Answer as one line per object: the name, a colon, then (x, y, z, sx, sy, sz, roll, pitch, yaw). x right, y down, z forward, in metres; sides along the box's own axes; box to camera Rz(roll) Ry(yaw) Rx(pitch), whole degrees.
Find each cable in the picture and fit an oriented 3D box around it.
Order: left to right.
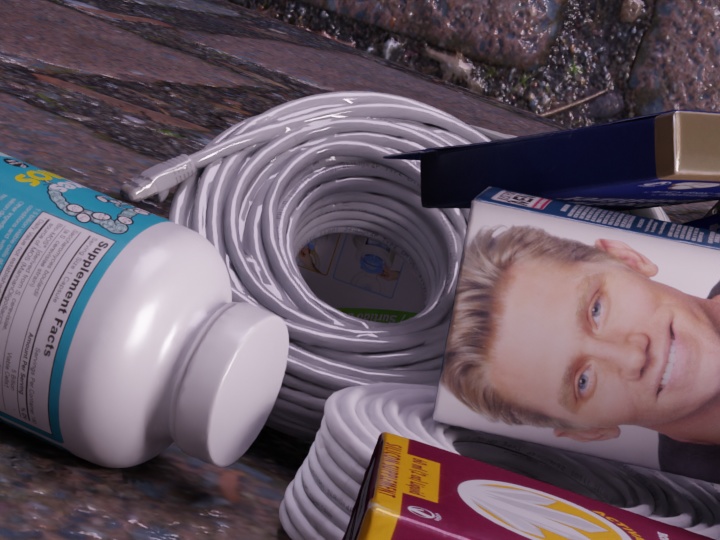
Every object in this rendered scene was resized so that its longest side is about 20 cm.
cable: (0.000, 0.000, 1.084, 0.199, 0.069, 0.200, -33, 67, -31)
cable: (0.068, 0.109, 0.922, 0.199, 0.070, 0.200, 11, 13, -31)

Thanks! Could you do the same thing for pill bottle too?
pill bottle: (-0.134, 0.017, 0.946, 0.199, 0.111, 0.111, 22, 11, 18)

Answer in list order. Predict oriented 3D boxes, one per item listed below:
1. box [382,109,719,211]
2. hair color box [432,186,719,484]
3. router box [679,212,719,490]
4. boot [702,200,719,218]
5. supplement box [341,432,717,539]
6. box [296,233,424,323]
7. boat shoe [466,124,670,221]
box: (0.115, -0.047, 0.992, 0.121, 0.033, 0.199, 0, -2, -38)
hair color box: (0.138, 0.034, 0.912, 0.199, 0.101, 0.061, 11, 10, 10)
router box: (0.229, 0.051, 0.992, 0.199, 0.180, 0.049, -15, 19, 40)
boot: (0.213, 0.018, 1.274, 0.079, 0.212, 0.158, 37, 17, 4)
supplement box: (0.086, 0.138, 0.763, 0.199, 0.086, 0.110, 18, 10, 0)
box: (0.004, 0.013, 1.218, 0.199, 0.102, 0.113, 19, 11, 4)
boat shoe: (0.109, -0.036, 1.173, 0.064, 0.075, 0.202, 5, 10, -35)
